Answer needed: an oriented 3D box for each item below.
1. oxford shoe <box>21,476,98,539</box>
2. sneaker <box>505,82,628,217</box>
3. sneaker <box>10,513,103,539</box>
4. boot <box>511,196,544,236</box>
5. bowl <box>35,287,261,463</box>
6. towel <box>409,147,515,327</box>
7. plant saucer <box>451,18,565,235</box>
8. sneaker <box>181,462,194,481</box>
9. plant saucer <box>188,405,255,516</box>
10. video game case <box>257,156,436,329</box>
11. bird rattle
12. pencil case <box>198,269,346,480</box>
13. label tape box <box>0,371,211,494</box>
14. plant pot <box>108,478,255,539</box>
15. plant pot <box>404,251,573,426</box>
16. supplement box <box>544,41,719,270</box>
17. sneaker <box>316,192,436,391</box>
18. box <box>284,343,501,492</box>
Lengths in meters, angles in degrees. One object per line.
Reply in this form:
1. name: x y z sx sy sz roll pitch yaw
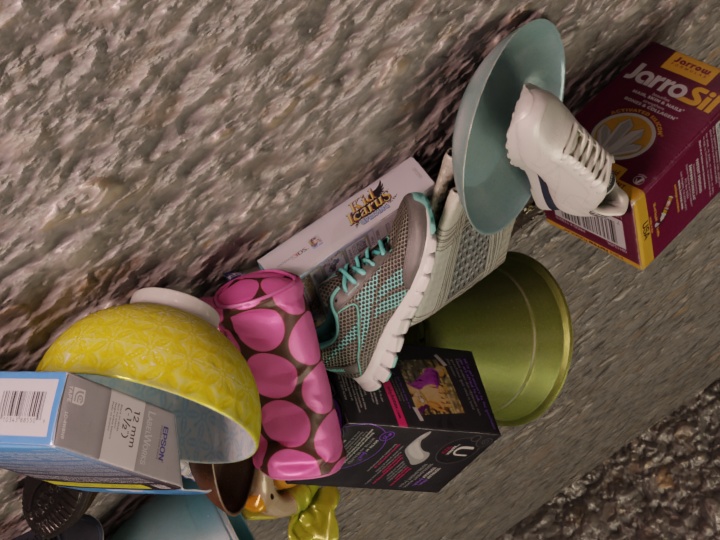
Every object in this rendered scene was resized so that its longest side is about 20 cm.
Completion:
1. oxford shoe: -0.260 0.189 1.631 0.084 0.073 0.200 -14 151 -53
2. sneaker: 0.190 -0.107 1.541 0.077 0.080 0.200 -64 152 -10
3. sneaker: -0.327 0.296 1.695 0.202 0.077 0.146 -24 178 -33
4. boot: 0.180 -0.071 1.829 0.174 0.069 0.200 -42 150 15
5. bowl: -0.171 0.079 1.443 0.200 0.199 0.108 91 12 -67
6. towel: 0.118 -0.055 1.661 0.192 0.034 0.201 -30 143 -48
7. plant saucer: 0.126 -0.133 1.533 0.201 0.038 0.202 -41 140 -45
8. sneaker: -0.175 0.180 1.746 0.088 0.076 0.200 -17 141 2
9. plant saucer: -0.133 0.133 1.612 0.036 0.202 0.200 -1 163 9
10. video game case: 0.000 0.000 1.658 0.181 0.045 0.200 -35 152 -10
11. bird rattle: -0.065 0.204 1.870 0.163 0.112 0.201 10 100 -61
12. pencil case: -0.077 0.099 1.541 0.093 0.201 0.091 -19 -159 -11
13. label tape box: -0.232 0.136 1.383 0.142 0.067 0.200 -3 162 33
14. plant pot: -0.211 0.351 1.928 0.187 0.201 0.200 -29 161 -2
15. plant pot: 0.099 0.075 1.877 0.189 0.201 0.200 2 139 -42
16. supplement box: 0.291 -0.118 1.709 0.200 0.131 0.104 -44 140 -23
17. sneaker: 0.008 0.017 1.567 0.091 0.078 0.201 15 109 -16
18. box: 0.021 0.147 1.703 0.199 0.107 0.122 9 139 -37
